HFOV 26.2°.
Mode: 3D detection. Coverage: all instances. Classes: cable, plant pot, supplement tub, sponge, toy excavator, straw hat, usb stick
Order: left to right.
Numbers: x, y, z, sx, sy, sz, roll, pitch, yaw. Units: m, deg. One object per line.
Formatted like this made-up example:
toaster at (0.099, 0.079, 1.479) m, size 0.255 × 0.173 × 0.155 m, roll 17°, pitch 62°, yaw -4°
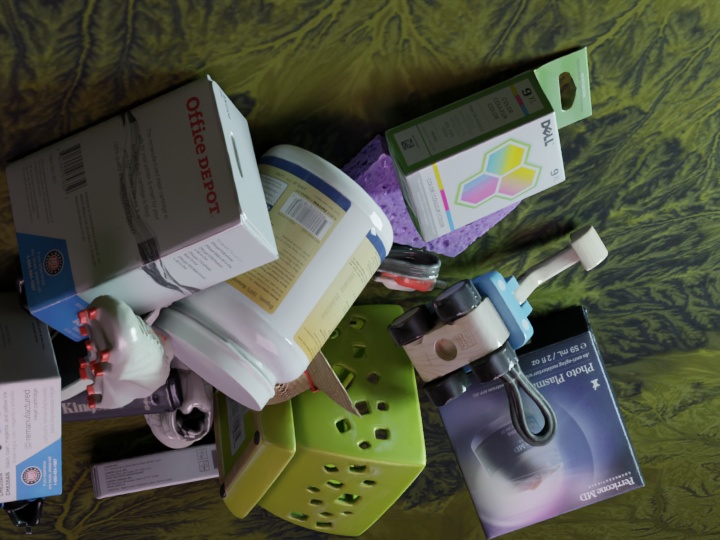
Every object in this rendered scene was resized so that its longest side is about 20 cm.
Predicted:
usb stick at (-0.287, 0.133, 1.633) m, size 0.197 × 0.033 × 0.056 m, roll -6°, pitch 115°, yaw 5°
supplement tub at (-0.079, 0.007, 1.364) m, size 0.201 × 0.144 × 0.145 m, roll -54°, pitch 155°, yaw -14°
straw hat at (-0.082, 0.087, 1.522) m, size 0.085 × 0.202 × 0.201 m, roll -33°, pitch 151°, yaw -3°
plant pot at (-0.056, 0.161, 1.686) m, size 0.179 × 0.202 × 0.199 m, roll 6°, pitch 146°, yaw -24°
cable at (0.000, 0.000, 1.546) m, size 0.198 × 0.097 × 0.051 m, roll -1°, pitch 103°, yaw -34°
sponge at (0.055, -0.070, 1.503) m, size 0.199 × 0.030 × 0.111 m, roll 13°, pitch 139°, yaw -40°
cable at (0.154, 0.102, 1.715) m, size 0.200 × 0.050 × 0.097 m, roll 44°, pitch 85°, yaw -17°
toy excavator at (0.150, 0.031, 1.628) m, size 0.193 × 0.100 × 0.200 m, roll -29°, pitch -172°, yaw 34°

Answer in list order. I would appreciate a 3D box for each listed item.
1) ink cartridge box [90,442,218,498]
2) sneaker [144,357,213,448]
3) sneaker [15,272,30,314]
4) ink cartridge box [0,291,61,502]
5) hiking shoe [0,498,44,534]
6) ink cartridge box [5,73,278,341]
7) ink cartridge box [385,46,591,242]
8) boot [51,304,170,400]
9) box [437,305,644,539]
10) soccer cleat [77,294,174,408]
ink cartridge box at (-0.229, 0.238, 1.885) m, size 0.197 × 0.044 × 0.173 m, roll -9°, pitch 177°, yaw -13°
sneaker at (-0.199, 0.160, 1.725) m, size 0.074 × 0.082 × 0.201 m, roll -9°, pitch 152°, yaw -16°
sneaker at (-0.232, -0.009, 1.412) m, size 0.199 × 0.078 × 0.111 m, roll -27°, pitch 160°, yaw 32°
ink cartridge box at (-0.390, 0.125, 1.452) m, size 0.198 × 0.145 × 0.149 m, roll -6°, pitch 126°, yaw -18°
hiking shoe at (-0.384, 0.219, 1.725) m, size 0.073 × 0.088 × 0.201 m, roll -14°, pitch 151°, yaw -3°
ink cartridge box at (-0.183, -0.050, 1.293) m, size 0.198 × 0.147 × 0.084 m, roll -22°, pitch 152°, yaw 12°
ink cartridge box at (0.129, -0.113, 1.401) m, size 0.198 × 0.060 × 0.104 m, roll -24°, pitch 145°, yaw -2°
boot at (-0.227, 0.084, 1.589) m, size 0.199 × 0.073 × 0.144 m, roll -34°, pitch 149°, yaw 23°
box at (0.205, 0.177, 1.806) m, size 0.198 × 0.200 × 0.123 m, roll -20°, pitch -168°, yaw 8°
soccer cleat at (-0.190, 0.063, 1.277) m, size 0.077 × 0.070 × 0.200 m, roll -15°, pitch 164°, yaw -16°
